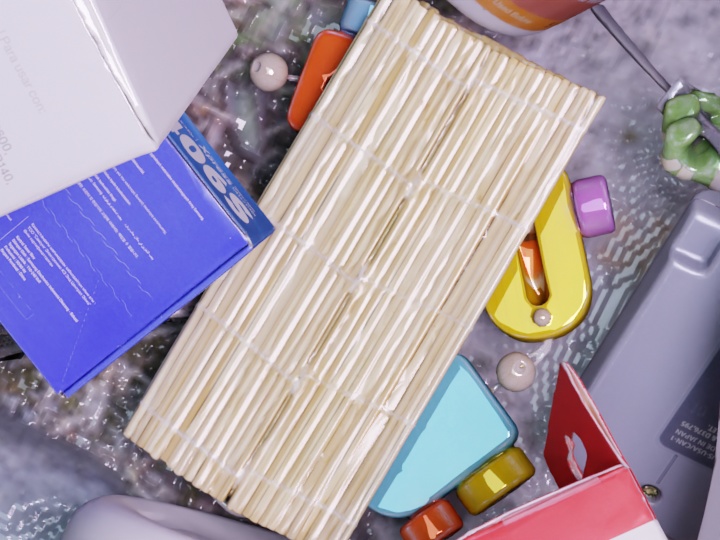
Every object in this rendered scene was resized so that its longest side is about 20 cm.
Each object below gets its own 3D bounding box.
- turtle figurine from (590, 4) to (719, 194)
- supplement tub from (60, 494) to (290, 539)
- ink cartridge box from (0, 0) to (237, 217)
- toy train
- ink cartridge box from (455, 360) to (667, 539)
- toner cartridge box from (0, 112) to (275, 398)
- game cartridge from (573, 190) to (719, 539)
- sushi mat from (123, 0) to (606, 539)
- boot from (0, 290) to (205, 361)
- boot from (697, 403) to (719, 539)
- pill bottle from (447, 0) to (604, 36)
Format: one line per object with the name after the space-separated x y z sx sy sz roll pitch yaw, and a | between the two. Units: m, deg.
0.167 -0.090 0.789 0.143 0.194 0.201 -12 81 -3 | turtle figurine
-0.063 0.194 0.826 0.145 0.145 0.201 17 89 5 | supplement tub
-0.154 -0.056 0.737 0.199 0.148 0.086 -21 106 14 | ink cartridge box
0.016 0.006 0.879 0.150 0.056 0.201 14 88 10 | toy train
0.082 0.143 0.762 0.067 0.116 0.200 -23 70 -8 | ink cartridge box
-0.130 -0.062 0.833 0.095 0.043 0.200 -37 92 13 | toner cartridge box
0.179 0.064 0.831 0.200 0.042 0.133 26 130 -4 | game cartridge
0.000 0.000 0.847 0.096 0.012 0.200 31 90 11 | sushi mat
-0.149 -0.052 0.886 0.199 0.069 0.175 -1 91 7 | boot
0.174 0.056 0.769 0.095 0.074 0.201 -4 119 -30 | boot
0.111 -0.170 0.809 0.200 0.112 0.112 -24 85 35 | pill bottle
